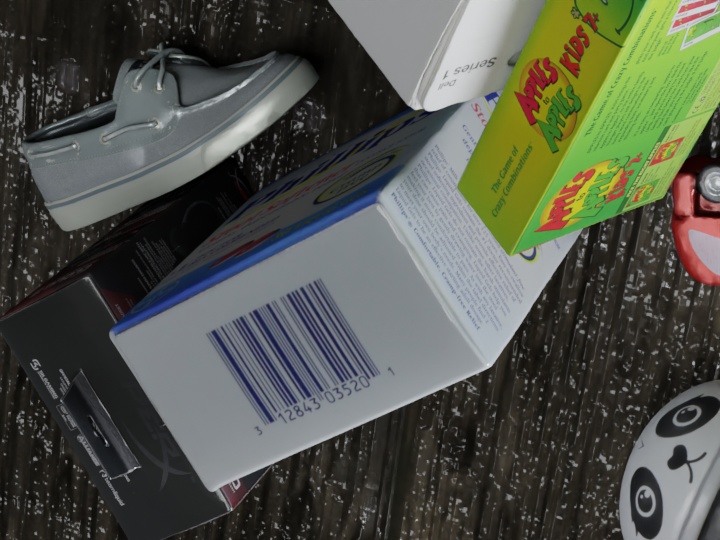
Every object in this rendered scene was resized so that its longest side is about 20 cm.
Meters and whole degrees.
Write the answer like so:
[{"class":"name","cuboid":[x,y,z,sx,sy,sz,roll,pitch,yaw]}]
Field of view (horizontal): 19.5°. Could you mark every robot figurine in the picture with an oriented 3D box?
[{"class":"robot figurine","cuboid":[0.232,0.136,1.091,0.199,0.150,0.125,26,129,20]}]

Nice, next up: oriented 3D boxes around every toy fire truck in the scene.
[{"class":"toy fire truck","cuboid":[0.258,0.011,1.067,0.199,0.049,0.142,2,106,22]}]

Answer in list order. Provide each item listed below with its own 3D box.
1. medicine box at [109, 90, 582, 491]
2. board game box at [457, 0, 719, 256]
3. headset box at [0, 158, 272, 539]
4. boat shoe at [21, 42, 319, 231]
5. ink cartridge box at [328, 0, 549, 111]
[{"class":"medicine box","cuboid":[0.000,0.000,1.094,0.182,0.200,0.103,-26,102,30]},{"class":"board game box","cuboid":[0.124,-0.098,0.932,0.048,0.101,0.200,54,145,24]},{"class":"headset box","cuboid":[-0.101,0.046,1.159,0.075,0.200,0.149,-25,102,30]},{"class":"boat shoe","cuboid":[-0.115,-0.086,1.182,0.200,0.070,0.072,-23,107,33]},{"class":"ink cartridge box","cuboid":[0.036,-0.184,0.963,0.200,0.146,0.085,53,142,23]}]
